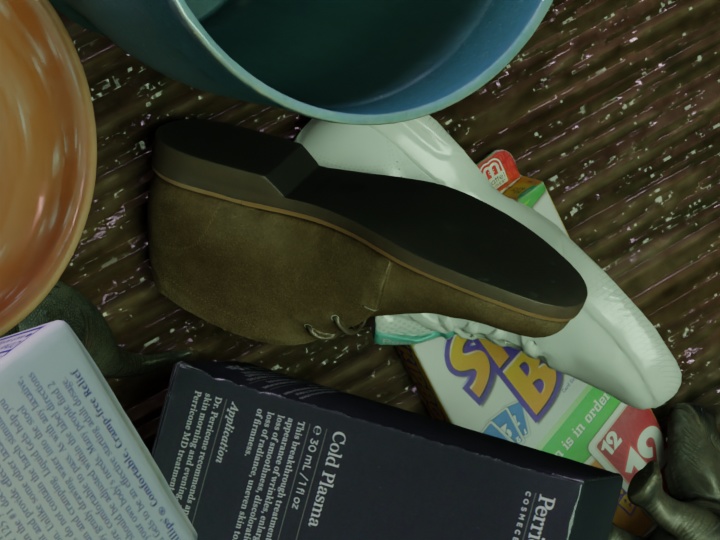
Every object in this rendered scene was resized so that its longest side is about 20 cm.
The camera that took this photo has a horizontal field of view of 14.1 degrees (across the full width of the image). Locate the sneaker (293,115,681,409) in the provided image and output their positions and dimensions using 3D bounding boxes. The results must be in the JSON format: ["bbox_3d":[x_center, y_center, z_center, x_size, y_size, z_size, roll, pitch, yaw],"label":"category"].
[{"bbox_3d":[0.047,0.008,1.279,0.200,0.075,0.089,40,83,6],"label":"sneaker"}]

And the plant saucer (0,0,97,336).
[{"bbox_3d":[-0.201,-0.055,1.147,0.199,0.037,0.201,10,69,-29],"label":"plant saucer"}]

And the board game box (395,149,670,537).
[{"bbox_3d":[0.077,0.051,1.353,0.095,0.030,0.201,-35,110,-19],"label":"board game box"}]

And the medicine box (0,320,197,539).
[{"bbox_3d":[-0.192,0.122,1.035,0.200,0.182,0.103,-41,105,-36],"label":"medicine box"}]

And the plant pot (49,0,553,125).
[{"bbox_3d":[-0.045,-0.160,1.154,0.199,0.188,0.201,-2,95,-32],"label":"plant pot"}]

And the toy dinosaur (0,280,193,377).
[{"bbox_3d":[-0.151,0.044,1.202,0.199,0.077,0.103,-10,110,-23],"label":"toy dinosaur"}]

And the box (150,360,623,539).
[{"bbox_3d":[-0.006,0.158,1.230,0.181,0.104,0.201,16,92,15],"label":"box"}]

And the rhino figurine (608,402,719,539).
[{"bbox_3d":[0.145,0.133,1.335,0.087,0.060,0.200,42,44,-16],"label":"rhino figurine"}]

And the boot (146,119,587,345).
[{"bbox_3d":[0.000,0.000,1.230,0.074,0.199,0.076,-31,136,-62],"label":"boot"}]
